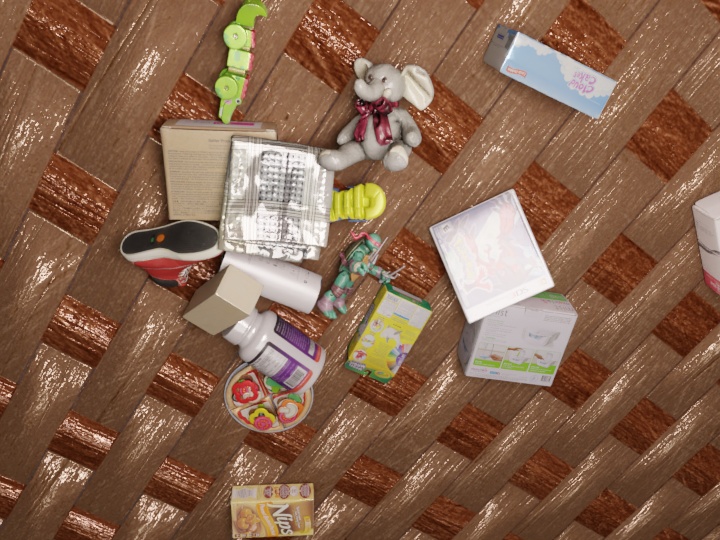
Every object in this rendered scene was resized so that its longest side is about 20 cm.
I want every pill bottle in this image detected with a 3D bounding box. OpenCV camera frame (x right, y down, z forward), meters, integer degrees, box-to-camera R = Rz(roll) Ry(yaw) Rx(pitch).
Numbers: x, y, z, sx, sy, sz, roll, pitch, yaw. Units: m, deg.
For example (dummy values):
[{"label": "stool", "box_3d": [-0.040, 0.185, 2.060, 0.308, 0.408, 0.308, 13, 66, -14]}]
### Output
[{"label": "pill bottle", "box_3d": [-0.176, 0.153, 1.229, 0.199, 0.112, 0.112, 38, 107, -20]}]

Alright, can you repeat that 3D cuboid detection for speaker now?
[{"label": "speaker", "box_3d": [-0.176, 0.012, 1.178, 0.196, 0.082, 0.082, 22, 113, -16]}]

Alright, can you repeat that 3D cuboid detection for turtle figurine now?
[{"label": "turtle figurine", "box_3d": [0.000, 0.000, 1.183, 0.201, 0.101, 0.148, -51, 151, 19]}]

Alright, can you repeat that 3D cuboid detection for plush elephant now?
[{"label": "plush elephant", "box_3d": [0.034, -0.268, 1.012, 0.162, 0.200, 0.158, 8, 123, 34]}]

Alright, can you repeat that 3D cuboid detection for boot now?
[{"label": "boot", "box_3d": [-0.319, -0.021, 1.127, 0.195, 0.074, 0.145, -4, 149, 15]}]

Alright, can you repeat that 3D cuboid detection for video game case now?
[{"label": "video game case", "box_3d": [0.252, -0.027, 1.178, 0.179, 0.023, 0.204, -24, 85, 7]}]

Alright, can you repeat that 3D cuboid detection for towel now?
[{"label": "towel", "box_3d": [-0.141, -0.118, 1.046, 0.188, 0.035, 0.205, 5, 103, -19]}]

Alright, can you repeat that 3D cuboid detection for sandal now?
[{"label": "sandal", "box_3d": [-0.043, -0.121, 1.128, 0.195, 0.087, 0.082, 5, 93, 13]}]

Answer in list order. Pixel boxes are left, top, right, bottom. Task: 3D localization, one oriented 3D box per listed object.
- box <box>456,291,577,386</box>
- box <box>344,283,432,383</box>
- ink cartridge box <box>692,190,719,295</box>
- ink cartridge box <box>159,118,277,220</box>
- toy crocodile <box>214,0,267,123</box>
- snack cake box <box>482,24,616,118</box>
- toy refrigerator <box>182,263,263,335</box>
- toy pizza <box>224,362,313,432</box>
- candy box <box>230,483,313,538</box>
[{"label": "box", "box_3d": [0.323, 0.134, 1.274, 0.194, 0.097, 0.181, 7, 114, -8]}, {"label": "box", "box_3d": [0.054, 0.137, 1.279, 0.115, 0.049, 0.203, 24, 109, -16]}, {"label": "ink cartridge box", "box_3d": [0.770, -0.064, 1.228, 0.143, 0.085, 0.203, -24, 114, 6]}, {"label": "ink cartridge box", "box_3d": [-0.243, -0.177, 1.084, 0.194, 0.075, 0.169, 1, 114, -5]}, {"label": "toy crocodile", "box_3d": [-0.201, -0.345, 1.010, 0.060, 0.068, 0.204, 12, 114, -12]}, {"label": "snack cake box", "box_3d": [0.317, -0.339, 1.035, 0.196, 0.116, 0.068, 20, 113, -14]}, {"label": "toy refrigerator", "box_3d": [-0.259, 0.056, 1.140, 0.075, 0.071, 0.199, 33, 149, -20]}, {"label": "toy pizza", "box_3d": [-0.200, 0.279, 1.332, 0.194, 0.032, 0.205, -2, 116, -4]}, {"label": "candy box", "box_3d": [-0.209, 0.575, 1.461, 0.194, 0.056, 0.118, 0, 116, -5]}]
